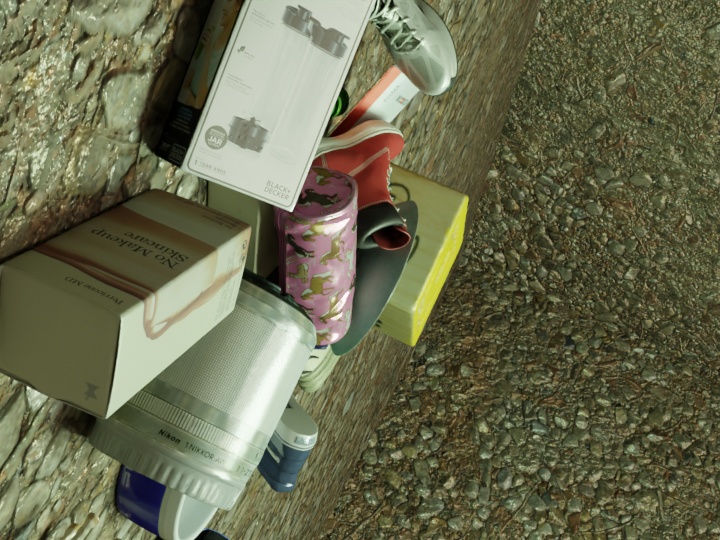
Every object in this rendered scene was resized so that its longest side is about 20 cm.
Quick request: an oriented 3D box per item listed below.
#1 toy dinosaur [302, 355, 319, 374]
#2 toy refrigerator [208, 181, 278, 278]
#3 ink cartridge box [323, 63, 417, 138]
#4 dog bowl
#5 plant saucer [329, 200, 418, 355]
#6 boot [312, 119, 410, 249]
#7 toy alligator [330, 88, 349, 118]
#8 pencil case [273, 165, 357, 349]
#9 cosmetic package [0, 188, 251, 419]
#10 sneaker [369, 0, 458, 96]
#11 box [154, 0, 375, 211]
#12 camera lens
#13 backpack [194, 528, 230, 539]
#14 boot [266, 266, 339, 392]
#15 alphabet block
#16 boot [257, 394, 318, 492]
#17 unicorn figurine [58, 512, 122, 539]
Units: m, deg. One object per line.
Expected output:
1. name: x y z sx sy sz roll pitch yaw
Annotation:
1. toy dinosaur: -0.131 0.100 1.019 0.077 0.102 0.200 -57 -166 -15
2. toy refrigerator: -0.109 -0.083 0.911 0.076 0.070 0.201 -49 160 -39
3. ink cartridge box: 0.004 -0.174 1.088 0.162 0.050 0.200 -46 -172 14
4. dog bowl: -0.195 0.209 1.056 0.200 0.078 0.202 23 90 -80
5. plant saucer: 0.000 0.000 1.064 0.202 0.038 0.202 -56 -165 24
6. boot: 0.021 -0.091 1.022 0.200 0.144 0.073 -31 163 -53
7. toy alligator: -0.052 -0.186 1.004 0.200 0.054 0.060 -40 151 -68
8. pencil case: -0.047 -0.011 0.923 0.087 0.082 0.201 -69 168 -44
9. cosmetic package: -0.174 0.015 0.695 0.200 0.102 0.088 -50 159 -62
10. sneaker: 0.023 -0.263 0.964 0.075 0.202 0.115 -22 -166 38
11. box: -0.077 -0.165 0.756 0.116 0.060 0.202 18 97 -38
12. camera lens: -0.145 0.100 0.859 0.160 0.159 0.202 75 40 -73
13. backpack: -0.222 0.453 1.188 0.147 0.183 0.200 -46 -174 34
14. boot: -0.067 0.034 1.148 0.155 0.071 0.201 62 32 -44
15. alphabet block: 0.028 -0.033 1.326 0.197 0.198 0.197 76 38 -72
16. boot: -0.124 0.192 1.179 0.200 0.072 0.091 50 -58 53
17. unicorn figurine: -0.276 0.273 0.788 0.137 0.074 0.201 -44 163 -38
